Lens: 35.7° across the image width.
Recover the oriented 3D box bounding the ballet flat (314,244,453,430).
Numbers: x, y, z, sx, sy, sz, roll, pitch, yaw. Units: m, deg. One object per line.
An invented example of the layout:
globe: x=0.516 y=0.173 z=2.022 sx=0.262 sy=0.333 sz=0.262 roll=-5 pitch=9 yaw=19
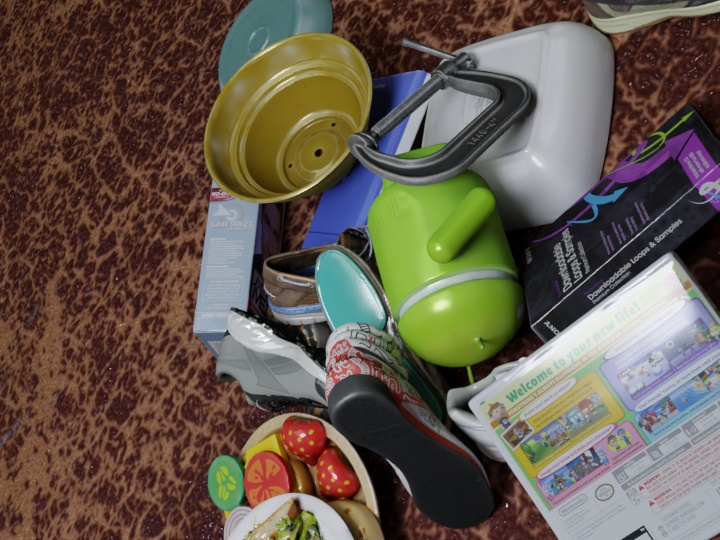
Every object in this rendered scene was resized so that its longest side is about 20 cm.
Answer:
ballet flat: x=0.025 y=0.066 z=1.026 sx=0.068 sy=0.067 sz=0.202 roll=-35 pitch=76 yaw=24

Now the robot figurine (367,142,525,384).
robot figurine: x=0.073 y=-0.007 z=0.970 sx=0.114 sy=0.176 sz=0.202 roll=-13 pitch=65 yaw=-5

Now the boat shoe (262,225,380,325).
boat shoe: x=0.000 y=0.000 z=1.073 sx=0.197 sy=0.073 sz=0.073 roll=-14 pitch=41 yaw=8

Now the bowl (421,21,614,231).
bowl: x=0.136 y=-0.144 z=1.062 sx=0.198 sy=0.074 sz=0.203 roll=-6 pitch=64 yaw=42

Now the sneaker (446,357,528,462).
sneaker: x=0.157 y=0.100 z=0.904 sx=0.199 sy=0.087 sz=0.075 roll=-30 pitch=50 yaw=30

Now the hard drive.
hard drive: x=0.007 y=-0.110 z=1.182 sx=0.132 sy=0.025 sz=0.202 roll=8 pitch=75 yaw=65

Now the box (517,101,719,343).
box: x=0.214 y=-0.039 z=0.910 sx=0.200 sy=0.036 sz=0.143 roll=-45 pitch=15 yaw=20

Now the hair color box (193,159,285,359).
hair color box: x=-0.129 y=-0.009 z=1.224 sx=0.060 sy=0.099 sz=0.203 roll=-2 pitch=65 yaw=11

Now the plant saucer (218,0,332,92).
plant saucer: x=-0.119 y=-0.283 z=1.414 sx=0.198 sy=0.036 sz=0.203 roll=-22 pitch=55 yaw=35

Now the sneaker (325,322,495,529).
sneaker: x=0.042 y=0.126 z=0.941 sx=0.067 sy=0.201 sz=0.109 roll=-35 pitch=33 yaw=17

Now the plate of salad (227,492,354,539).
plate of salad: x=-0.076 y=0.292 z=0.965 sx=0.198 sy=0.048 sz=0.203 roll=-19 pitch=60 yaw=36

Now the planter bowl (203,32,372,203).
planter bowl: x=-0.060 y=-0.142 z=1.174 sx=0.198 sy=0.083 sz=0.203 roll=-14 pitch=59 yaw=23

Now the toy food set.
toy food set: x=-0.061 y=0.236 z=1.040 sx=0.197 sy=0.048 sz=0.202 roll=-34 pitch=68 yaw=35

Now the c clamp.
c clamp: x=0.061 y=-0.139 z=1.001 sx=0.169 sy=0.027 sz=0.200 roll=17 pitch=47 yaw=31

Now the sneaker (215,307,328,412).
sneaker: x=-0.062 y=0.103 z=1.047 sx=0.199 sy=0.074 sz=0.080 roll=23 pitch=91 yaw=42

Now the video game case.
video game case: x=0.206 y=0.118 z=0.830 sx=0.199 sy=0.022 sz=0.183 roll=-40 pitch=78 yaw=23

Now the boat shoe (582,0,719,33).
boat shoe: x=0.281 y=-0.264 z=0.984 sx=0.198 sy=0.065 sz=0.074 roll=-15 pitch=58 yaw=38

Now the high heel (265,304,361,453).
high heel: x=-0.061 y=0.117 z=1.126 sx=0.199 sy=0.071 sz=0.144 roll=26 pitch=92 yaw=46
